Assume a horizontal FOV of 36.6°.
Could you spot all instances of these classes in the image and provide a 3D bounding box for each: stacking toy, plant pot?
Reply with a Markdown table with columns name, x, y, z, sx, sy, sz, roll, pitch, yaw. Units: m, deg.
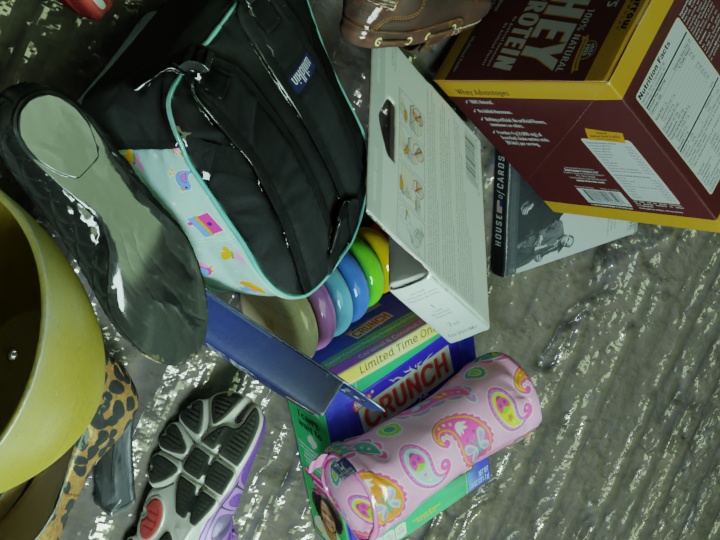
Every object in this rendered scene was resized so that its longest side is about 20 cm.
| name | x | y | z | sx | sy | sz | roll | pitch | yaw |
| --- | --- | --- | --- | --- | --- | --- | --- | --- | --- |
| stacking toy | 0.000 | 0.000 | 0.906 | 0.199 | 0.085 | 0.086 | -29 | 124 | -33 |
| plant pot | -0.238 | 0.055 | 0.668 | 0.201 | 0.199 | 0.142 | -60 | 156 | -5 |

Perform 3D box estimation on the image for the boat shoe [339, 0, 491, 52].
| name | x | y | z | sx | sy | sz | roll | pitch | yaw |
| --- | --- | --- | --- | --- | --- | --- | --- | --- | --- |
| boat shoe | 0.043 | -0.207 | 0.848 | 0.200 | 0.070 | 0.071 | -16 | 130 | -57 |

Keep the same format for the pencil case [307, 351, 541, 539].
| name | x | y | z | sx | sy | sz | roll | pitch | yaw |
| --- | --- | --- | --- | --- | --- | --- | --- | --- | --- |
| pencil case | 0.057 | 0.142 | 0.904 | 0.199 | 0.087 | 0.088 | -27 | 122 | -28 |

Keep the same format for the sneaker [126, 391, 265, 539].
| name | x | y | z | sx | sy | sz | roll | pitch | yaw |
| --- | --- | --- | --- | --- | --- | --- | --- | --- | --- |
| sneaker | -0.130 | 0.190 | 0.885 | 0.083 | 0.080 | 0.201 | 13 | 106 | -59 |

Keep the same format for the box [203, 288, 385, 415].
| name | x | y | z | sx | sy | sz | roll | pitch | yaw |
| --- | --- | --- | --- | --- | --- | --- | --- | --- | --- |
| box | -0.077 | 0.054 | 0.760 | 0.199 | 0.121 | 0.033 | 33 | 81 | 0 |

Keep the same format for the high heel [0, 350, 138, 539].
| name | x | y | z | sx | sy | sz | roll | pitch | yaw |
| --- | --- | --- | --- | --- | --- | --- | --- | --- | --- |
| high heel | -0.236 | 0.144 | 0.756 | 0.200 | 0.071 | 0.144 | -31 | 133 | -48 |

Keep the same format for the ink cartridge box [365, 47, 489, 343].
| name | x | y | z | sx | sy | sz | roll | pitch | yaw |
| --- | --- | --- | --- | --- | --- | --- | --- | --- | --- |
| ink cartridge box | 0.040 | -0.070 | 0.857 | 0.173 | 0.043 | 0.201 | 40 | 40 | -40 |

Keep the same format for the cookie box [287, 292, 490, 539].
| name | x | y | z | sx | sy | sz | roll | pitch | yaw |
| --- | --- | --- | --- | --- | --- | --- | --- | --- | --- |
| cookie box | 0.027 | 0.134 | 0.980 | 0.170 | 0.075 | 0.201 | -27 | 122 | -29 |

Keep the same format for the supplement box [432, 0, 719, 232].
| name | x | y | z | sx | sy | sz | roll | pitch | yaw |
| --- | --- | --- | --- | --- | --- | --- | --- | --- | --- |
| supplement box | 0.211 | -0.151 | 0.921 | 0.200 | 0.197 | 0.133 | 40 | 73 | -35 |

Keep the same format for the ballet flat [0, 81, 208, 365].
| name | x | y | z | sx | sy | sz | roll | pitch | yaw |
| --- | --- | --- | --- | --- | --- | --- | --- | --- | --- |
| ballet flat | -0.150 | -0.027 | 0.653 | 0.066 | 0.057 | 0.201 | -36 | 119 | -18 |

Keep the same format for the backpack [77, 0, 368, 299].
| name | x | y | z | sx | sy | sz | roll | pitch | yaw |
| --- | --- | --- | --- | --- | --- | --- | --- | --- | --- |
| backpack | -0.086 | -0.081 | 0.733 | 0.200 | 0.152 | 0.177 | 54 | 46 | -34 |

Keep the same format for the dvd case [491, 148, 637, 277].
| name | x | y | z | sx | sy | sz | roll | pitch | yaw |
| --- | --- | --- | --- | --- | --- | --- | --- | --- | --- |
| dvd case | 0.210 | -0.088 | 1.085 | 0.199 | 0.025 | 0.152 | -17 | 117 | -35 |

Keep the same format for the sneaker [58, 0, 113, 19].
| name | x | y | z | sx | sy | sz | roll | pitch | yaw |
| --- | --- | --- | --- | --- | --- | --- | --- | --- | --- |
| sneaker | -0.178 | -0.260 | 0.652 | 0.115 | 0.078 | 0.201 | -43 | 130 | -18 |
